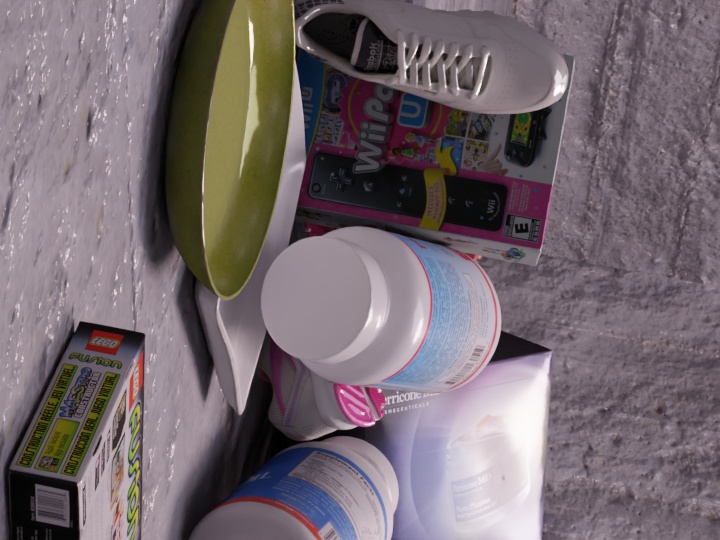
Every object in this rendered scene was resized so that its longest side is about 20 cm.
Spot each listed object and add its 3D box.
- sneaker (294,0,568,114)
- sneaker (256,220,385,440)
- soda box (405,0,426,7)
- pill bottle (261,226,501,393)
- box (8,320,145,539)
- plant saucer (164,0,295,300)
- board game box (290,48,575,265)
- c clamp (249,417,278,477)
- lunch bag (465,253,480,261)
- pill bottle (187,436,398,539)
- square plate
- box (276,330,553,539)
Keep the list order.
[{"bbox_3d":[0.045,-0.147,1.491,0.081,0.200,0.076,-69,172,-72],"label":"sneaker"},{"bbox_3d":[-0.044,0.041,1.609,0.081,0.088,0.200,38,35,-40],"label":"sneaker"},{"bbox_3d":[0.015,-0.177,1.801,0.200,0.064,0.068,93,11,-46],"label":"soda box"},{"bbox_3d":[0.014,0.027,1.487,0.200,0.109,0.109,13,87,-64],"label":"pill bottle"},{"bbox_3d":[-0.138,0.137,1.058,0.110,0.035,0.200,-72,170,-51],"label":"box"},{"bbox_3d":[-0.076,-0.084,1.227,0.200,0.031,0.200,9,90,-81],"label":"plant saucer"},{"bbox_3d":[0.045,-0.096,1.568,0.064,0.200,0.148,70,30,-81],"label":"board game box"},{"bbox_3d":[-0.071,0.181,1.782,0.200,0.027,0.171,-70,169,-59],"label":"c clamp"},{"bbox_3d":[0.080,-0.101,1.769,0.176,0.082,0.200,-104,-153,-85],"label":"lunch bag"},{"bbox_3d":[-0.042,0.188,1.541,0.200,0.112,0.112,-35,136,-67],"label":"pill bottle"},{"bbox_3d":[-0.072,-0.030,1.410,0.198,0.028,0.200,85,17,-67],"label":"square plate"},{"bbox_3d":[0.042,0.156,1.732,0.200,0.123,0.199,-10,108,-37],"label":"box"}]
